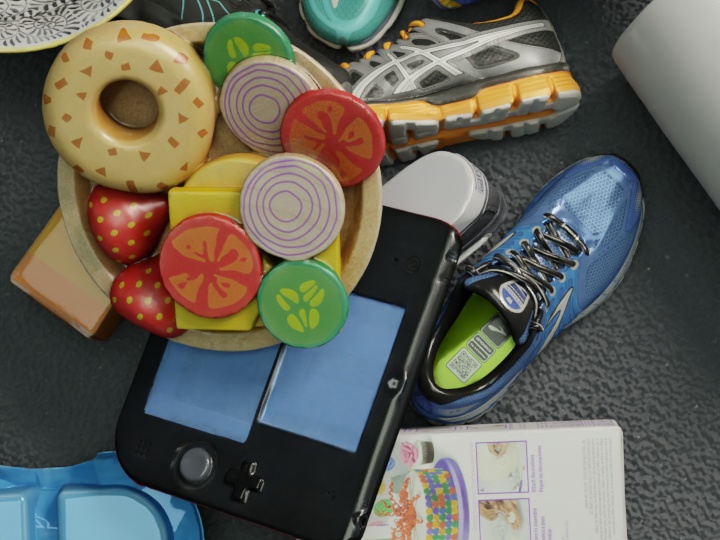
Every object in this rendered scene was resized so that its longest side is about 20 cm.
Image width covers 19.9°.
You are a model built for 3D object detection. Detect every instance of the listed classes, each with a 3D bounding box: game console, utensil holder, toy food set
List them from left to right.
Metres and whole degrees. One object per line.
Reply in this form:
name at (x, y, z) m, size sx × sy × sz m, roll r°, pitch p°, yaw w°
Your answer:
toy food set at (-0.081, -0.047, 1.167) m, size 0.197 × 0.049 × 0.201 m, roll 1°, pitch 107°, yaw 11°
game console at (-0.046, 0.048, 1.212) m, size 0.176 × 0.031 × 0.201 m, roll 14°, pitch 79°, yaw 32°
utensil holder at (0.268, -0.096, 1.209) m, size 0.170 × 0.170 × 0.200 m, roll -35°, pitch 82°, yaw 0°

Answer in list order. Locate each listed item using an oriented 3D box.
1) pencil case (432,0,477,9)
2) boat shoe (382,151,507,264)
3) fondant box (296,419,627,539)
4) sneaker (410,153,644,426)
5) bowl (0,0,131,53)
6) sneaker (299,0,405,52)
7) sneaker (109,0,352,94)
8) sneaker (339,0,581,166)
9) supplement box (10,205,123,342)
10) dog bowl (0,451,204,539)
pencil case at (0.124, -0.208, 1.231) m, size 0.199 × 0.087 × 0.079 m, roll -6°, pitch 92°, yaw 35°
boat shoe at (0.000, 0.000, 1.266) m, size 0.199 × 0.068 × 0.072 m, roll -34°, pitch 56°, yaw 15°
fondant box at (0.062, 0.167, 1.243) m, size 0.198 × 0.058 × 0.145 m, roll -3°, pitch 91°, yaw 3°
sneaker at (0.104, 0.013, 1.247) m, size 0.078 × 0.089 × 0.200 m, roll 38°, pitch 88°, yaw 6°
bowl at (-0.210, -0.223, 1.187) m, size 0.199 × 0.094 × 0.202 m, roll 0°, pitch 92°, yaw -14°
sneaker at (0.008, -0.237, 1.285) m, size 0.077 × 0.080 × 0.201 m, roll 17°, pitch 86°, yaw 5°
sneaker at (-0.086, -0.157, 1.220) m, size 0.199 × 0.075 × 0.080 m, roll 27°, pitch 82°, yaw 16°
sneaker at (0.033, -0.116, 1.278) m, size 0.199 × 0.078 × 0.078 m, roll -9°, pitch 74°, yaw -3°
supplement box at (-0.132, -0.055, 1.283) m, size 0.066 × 0.069 × 0.201 m, roll 35°, pitch 89°, yaw 6°
dog bowl at (-0.192, 0.171, 1.272) m, size 0.199 × 0.050 × 0.112 m, roll -4°, pitch 84°, yaw 3°
